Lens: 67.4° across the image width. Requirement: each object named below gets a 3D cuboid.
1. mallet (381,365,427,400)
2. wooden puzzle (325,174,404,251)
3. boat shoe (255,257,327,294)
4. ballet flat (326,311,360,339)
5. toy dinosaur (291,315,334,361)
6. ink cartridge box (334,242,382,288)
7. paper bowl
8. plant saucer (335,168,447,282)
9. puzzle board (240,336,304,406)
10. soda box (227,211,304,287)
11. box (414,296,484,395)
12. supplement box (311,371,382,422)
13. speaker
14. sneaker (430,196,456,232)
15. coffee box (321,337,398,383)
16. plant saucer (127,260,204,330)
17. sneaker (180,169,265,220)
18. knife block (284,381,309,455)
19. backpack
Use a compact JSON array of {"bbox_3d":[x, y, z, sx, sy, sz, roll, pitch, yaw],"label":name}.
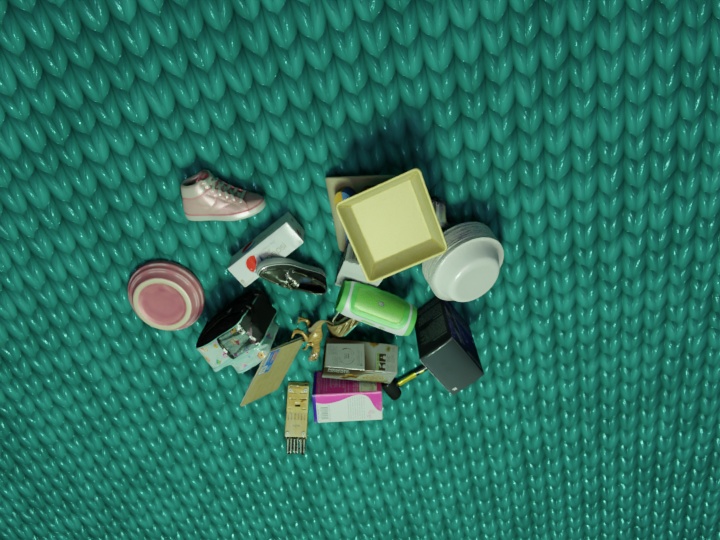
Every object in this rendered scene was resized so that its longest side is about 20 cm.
[{"bbox_3d":[0.156,0.307,1.549,0.195,0.041,0.067,-26,116,8],"label":"mallet"},{"bbox_3d":[0.008,-0.121,1.240,0.194,0.046,0.191,6,121,30],"label":"wooden puzzle"},{"bbox_3d":[-0.162,0.018,1.319,0.195,0.058,0.069,10,134,-36],"label":"boat shoe"},{"bbox_3d":[-0.013,0.108,1.419,0.198,0.068,0.073,-35,105,22],"label":"ballet flat"},{"bbox_3d":[-0.122,0.159,1.422,0.103,0.061,0.203,22,138,5],"label":"toy dinosaur"},{"bbox_3d":[0.000,0.000,1.326,0.105,0.052,0.200,15,161,-6],"label":"ink cartridge box"},{"bbox_3d":[0.254,-0.007,1.298,0.194,0.106,0.205,-15,136,-14],"label":"paper bowl"},{"bbox_3d":[0.068,-0.100,1.172,0.194,0.049,0.204,-21,115,9],"label":"plant saucer"},{"bbox_3d":[-0.241,0.271,1.466,0.017,0.149,0.203,39,117,22],"label":"puzzle board"},{"bbox_3d":[-0.230,-0.051,1.318,0.197,0.064,0.068,-36,115,16],"label":"soda box"},{"bbox_3d":[0.221,0.186,1.386,0.103,0.202,0.148,-36,115,18],"label":"box"},{"bbox_3d":[-0.036,0.354,1.528,0.192,0.104,0.104,-2,119,0],"label":"supplement box"},{"bbox_3d":[0.039,0.094,1.333,0.194,0.089,0.090,20,117,-10],"label":"speaker"},{"bbox_3d":[0.155,-0.155,1.278,0.080,0.074,0.201,-37,120,7],"label":"sneaker"},{"bbox_3d":[-0.004,0.245,1.454,0.193,0.082,0.115,7,154,-6],"label":"coffee box"},{"bbox_3d":[-0.502,0.075,1.386,0.193,0.051,0.207,0,119,-1],"label":"plant saucer"},{"bbox_3d":[-0.320,-0.176,1.237,0.193,0.076,0.107,-3,125,5],"label":"sneaker"},{"bbox_3d":[-0.187,0.442,1.605,0.062,0.176,0.207,3,75,-5],"label":"knife block"},{"bbox_3d":[-0.313,0.164,1.372,0.195,0.177,0.156,-24,114,16],"label":"backpack"}]
